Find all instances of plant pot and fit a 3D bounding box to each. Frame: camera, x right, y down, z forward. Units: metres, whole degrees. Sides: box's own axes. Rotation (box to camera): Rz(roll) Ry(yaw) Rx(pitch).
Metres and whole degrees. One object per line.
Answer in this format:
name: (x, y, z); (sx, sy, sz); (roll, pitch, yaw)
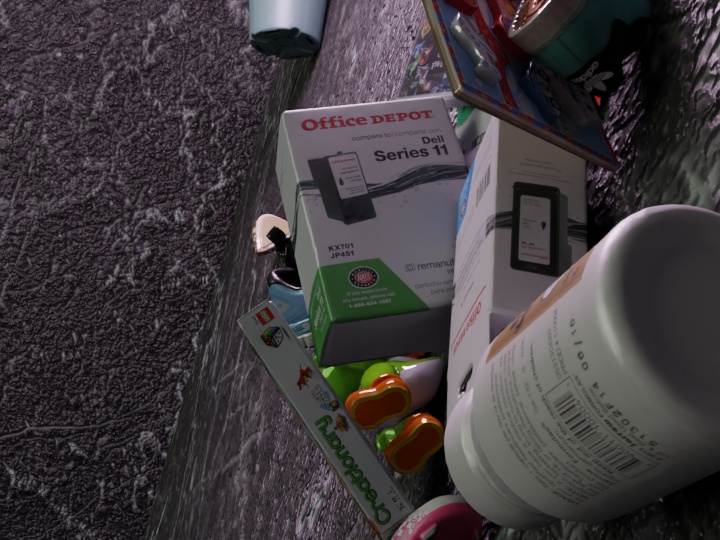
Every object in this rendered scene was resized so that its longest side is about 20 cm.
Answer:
plant pot: (-0.151, -0.560, 2.162); (0.200, 0.200, 0.197); (144, 130, -69)

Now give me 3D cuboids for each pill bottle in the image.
pill bottle: (0.121, 0.062, 0.519); (0.200, 0.114, 0.115); (125, 155, -56)

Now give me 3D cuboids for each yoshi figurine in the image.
yoshi figurine: (0.007, 0.114, 0.955); (0.200, 0.112, 0.113); (-110, 30, -72)

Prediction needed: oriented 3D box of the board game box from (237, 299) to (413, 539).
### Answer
board game box: (-0.026, 0.127, 0.840); (0.200, 0.035, 0.126); (54, 171, 17)

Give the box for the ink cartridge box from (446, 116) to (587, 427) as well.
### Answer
ink cartridge box: (0.106, 0.007, 0.705); (0.116, 0.068, 0.201); (107, 172, -60)

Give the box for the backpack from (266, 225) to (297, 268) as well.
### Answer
backpack: (0.003, -0.059, 1.089); (0.127, 0.167, 0.200); (-50, 18, 22)

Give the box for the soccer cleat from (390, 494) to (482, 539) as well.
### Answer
soccer cleat: (0.031, 0.232, 0.791); (0.086, 0.070, 0.200); (-113, 38, -55)

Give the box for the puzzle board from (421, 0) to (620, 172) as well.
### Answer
puzzle board: (0.098, -0.166, 0.700); (0.017, 0.150, 0.200); (-42, 45, 36)

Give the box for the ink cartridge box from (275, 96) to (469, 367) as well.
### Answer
ink cartridge box: (0.019, -0.036, 0.837); (0.083, 0.146, 0.201); (104, 155, -58)

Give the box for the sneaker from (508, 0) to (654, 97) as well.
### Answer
sneaker: (0.163, -0.186, 0.716); (0.071, 0.080, 0.200); (-36, 17, 44)

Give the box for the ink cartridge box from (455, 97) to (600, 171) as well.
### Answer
ink cartridge box: (0.134, -0.160, 0.847); (0.200, 0.050, 0.161); (131, 150, -66)

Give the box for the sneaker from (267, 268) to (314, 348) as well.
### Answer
sneaker: (0.000, 0.000, 0.964); (0.199, 0.090, 0.078); (-24, 20, 13)

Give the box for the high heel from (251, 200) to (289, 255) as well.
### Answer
high heel: (-0.174, -0.045, 1.905); (0.143, 0.071, 0.200); (-58, 5, 34)

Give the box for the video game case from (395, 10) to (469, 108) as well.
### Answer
video game case: (0.112, -0.227, 0.880); (0.200, 0.023, 0.182); (11, 81, 62)
